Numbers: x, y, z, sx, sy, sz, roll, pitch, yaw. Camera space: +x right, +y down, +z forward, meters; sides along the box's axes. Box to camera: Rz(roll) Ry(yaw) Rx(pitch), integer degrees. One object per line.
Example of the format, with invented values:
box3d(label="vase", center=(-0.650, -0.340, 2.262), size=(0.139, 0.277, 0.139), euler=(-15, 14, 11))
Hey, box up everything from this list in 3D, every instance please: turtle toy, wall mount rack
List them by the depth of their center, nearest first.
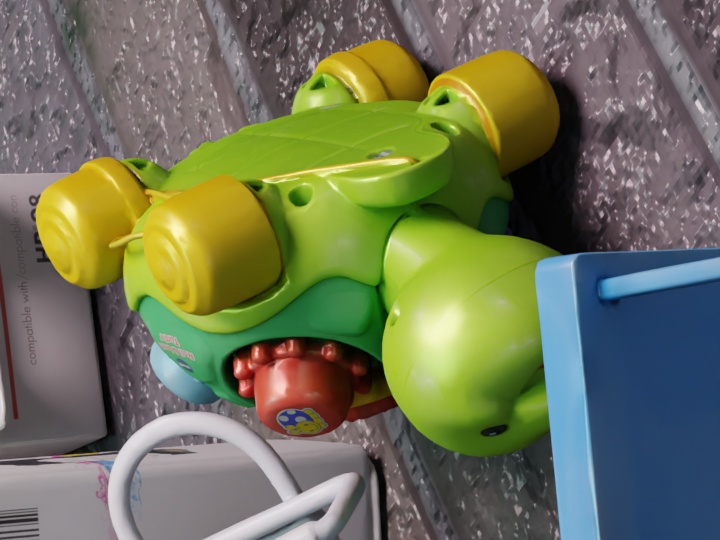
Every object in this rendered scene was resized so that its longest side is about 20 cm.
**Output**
box3d(label="turtle toy", center=(0.000, 0.000, 0.897), size=(0.200, 0.146, 0.101), euler=(13, 125, 58))
box3d(label="wall mount rack", center=(-0.048, 0.155, 0.923), size=(0.174, 0.075, 0.200), euler=(-27, 99, 18))

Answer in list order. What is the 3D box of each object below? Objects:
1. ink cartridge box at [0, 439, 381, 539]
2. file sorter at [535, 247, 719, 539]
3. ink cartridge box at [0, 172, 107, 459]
box3d(label="ink cartridge box", center=(-0.097, 0.137, 0.991), size=(0.083, 0.200, 0.146), euler=(-3, 89, 62))
box3d(label="file sorter", center=(0.155, 0.056, 0.570), size=(0.123, 0.200, 0.139), euler=(-12, 82, 56))
box3d(label="ink cartridge box", center=(-0.166, 0.029, 1.223), size=(0.200, 0.067, 0.116), euler=(-24, 71, 58))
